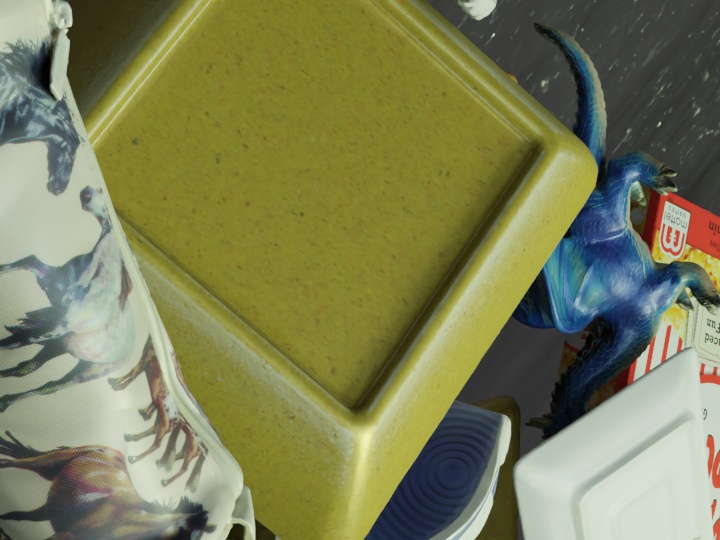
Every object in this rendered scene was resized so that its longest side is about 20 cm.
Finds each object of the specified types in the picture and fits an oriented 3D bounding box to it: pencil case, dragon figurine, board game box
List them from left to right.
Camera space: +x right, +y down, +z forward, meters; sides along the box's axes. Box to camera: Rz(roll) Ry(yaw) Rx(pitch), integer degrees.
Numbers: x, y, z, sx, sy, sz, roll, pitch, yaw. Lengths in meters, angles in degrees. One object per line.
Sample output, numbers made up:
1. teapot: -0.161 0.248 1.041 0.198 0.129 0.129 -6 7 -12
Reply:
1. pencil case: -0.100 0.004 0.578 0.078 0.089 0.201 -68 140 -65
2. dragon figurine: 0.094 -0.006 0.855 0.099 0.059 0.201 -24 99 -13
3. board game box: 0.157 0.075 0.957 0.151 0.046 0.202 20 78 -45

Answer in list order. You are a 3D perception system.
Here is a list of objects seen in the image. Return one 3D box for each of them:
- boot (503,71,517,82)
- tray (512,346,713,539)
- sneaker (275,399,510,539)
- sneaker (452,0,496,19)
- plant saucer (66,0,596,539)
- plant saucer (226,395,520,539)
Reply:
1. boot: 0.000 0.000 0.797 0.154 0.073 0.202 1 108 -47
2. tray: 0.127 0.139 0.871 0.107 0.022 0.201 -31 130 -24
3. sneaker: -0.007 0.149 0.781 0.115 0.080 0.200 90 22 -62
4. sneaker: 0.042 -0.151 0.715 0.082 0.075 0.200 -49 179 6
5. plant saucer: -0.023 -0.034 0.675 0.200 0.048 0.200 40 66 -10
6. plant saucer: -0.015 0.166 0.863 0.199 0.048 0.202 -18 119 -37
